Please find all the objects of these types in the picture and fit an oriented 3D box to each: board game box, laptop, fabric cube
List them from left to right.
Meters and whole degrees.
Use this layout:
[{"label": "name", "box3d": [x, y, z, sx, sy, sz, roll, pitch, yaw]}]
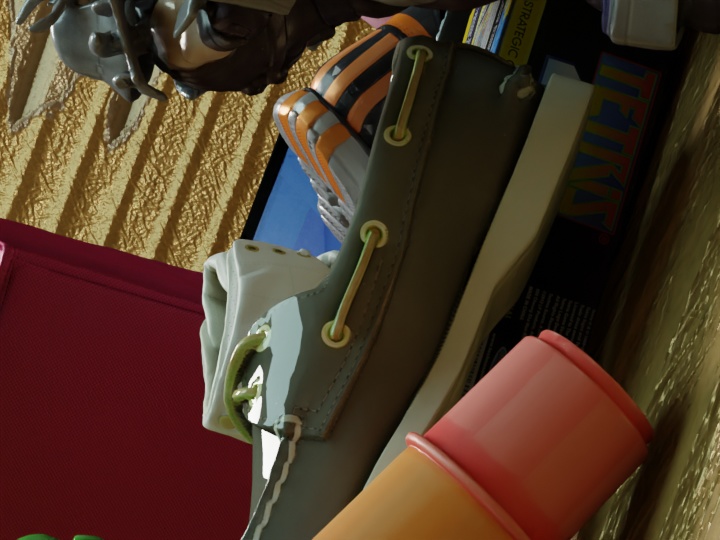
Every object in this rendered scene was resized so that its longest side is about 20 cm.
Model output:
[{"label": "fabric cube", "box3d": [-0.120, 0.092, 1.073, 0.200, 0.199, 0.197, 23, 95, 67]}, {"label": "laptop", "box3d": [-0.037, 0.063, 1.200, 0.200, 0.103, 0.177, -73, 4, -45]}, {"label": "board game box", "box3d": [0.047, -0.018, 0.756, 0.165, 0.057, 0.200, 114, 174, -73]}]

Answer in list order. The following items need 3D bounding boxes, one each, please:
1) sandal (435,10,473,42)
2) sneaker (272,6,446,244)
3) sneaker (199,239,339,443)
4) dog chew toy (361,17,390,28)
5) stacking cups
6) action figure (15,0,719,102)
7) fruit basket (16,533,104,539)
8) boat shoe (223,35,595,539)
[{"label": "sandal", "box3d": [0.080, -0.119, 0.919, 0.200, 0.045, 0.075, -54, -14, -28]}, {"label": "sneaker", "box3d": [0.038, -0.051, 1.026, 0.112, 0.078, 0.200, -41, -23, -8]}, {"label": "sneaker", "box3d": [0.000, 0.000, 0.903, 0.200, 0.115, 0.074, -71, 1, -50]}, {"label": "dog chew toy", "box3d": [0.052, -0.201, 1.243, 0.200, 0.124, 0.125, -61, -6, -58]}, {"label": "stacking cups", "box3d": [-0.012, 0.099, 0.530, 0.200, 0.061, 0.061, -42, -1, -9]}, {"label": "action figure", "box3d": [0.008, -0.080, 0.591, 0.130, 0.200, 0.070, -66, -34, -73]}, {"label": "fruit basket", "box3d": [-0.112, 0.201, 0.781, 0.156, 0.215, 0.216, -78, 9, -68]}, {"label": "boat shoe", "box3d": [0.000, 0.025, 0.616, 0.072, 0.060, 0.202, 98, -163, -65]}]
